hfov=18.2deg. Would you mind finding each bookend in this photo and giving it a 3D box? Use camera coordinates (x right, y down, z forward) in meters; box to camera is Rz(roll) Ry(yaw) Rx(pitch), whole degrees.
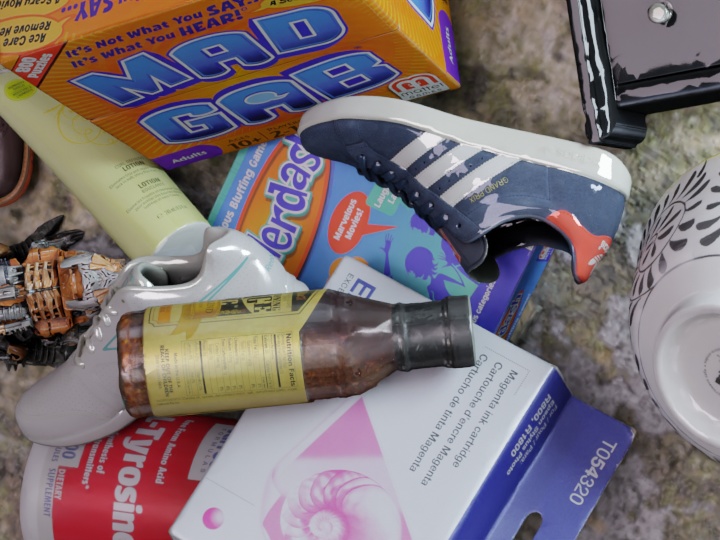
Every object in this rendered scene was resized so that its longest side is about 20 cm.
[{"bbox_3d":[0.217,-0.183,1.264,0.198,0.092,0.201,-8,88,20],"label":"bookend"}]

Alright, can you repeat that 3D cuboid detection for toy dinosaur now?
[{"bbox_3d":[-0.228,0.015,1.410,0.199,0.136,0.103,11,95,20],"label":"toy dinosaur"}]

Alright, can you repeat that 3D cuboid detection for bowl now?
[{"bbox_3d":[0.219,0.041,1.221,0.200,0.094,0.201,17,122,30],"label":"bowl"}]

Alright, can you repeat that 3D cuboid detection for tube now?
[{"bbox_3d":[-0.169,-0.075,1.403,0.052,0.058,0.200,-46,63,8],"label":"tube"}]

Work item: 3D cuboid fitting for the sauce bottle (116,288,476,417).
[{"bbox_3d":[-0.035,0.043,1.261,0.199,0.066,0.066,-6,88,1],"label":"sauce bottle"}]

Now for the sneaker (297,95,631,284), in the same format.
[{"bbox_3d":[0.051,-0.042,1.289,0.199,0.075,0.085,13,79,18],"label":"sneaker"}]

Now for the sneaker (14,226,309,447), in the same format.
[{"bbox_3d":[-0.131,0.035,1.331,0.200,0.071,0.080,-30,122,17],"label":"sneaker"}]

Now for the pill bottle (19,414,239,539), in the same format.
[{"bbox_3d":[-0.097,0.145,1.373,0.199,0.112,0.113,5,92,20],"label":"pill bottle"}]

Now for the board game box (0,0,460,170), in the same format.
[{"bbox_3d":[-0.079,-0.202,1.296,0.199,0.200,0.201,-14,69,20],"label":"board game box"}]

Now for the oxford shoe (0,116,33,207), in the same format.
[{"bbox_3d":[-0.272,-0.135,1.459,0.071,0.073,0.201,-25,82,19],"label":"oxford shoe"}]

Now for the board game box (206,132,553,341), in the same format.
[{"bbox_3d":[0.000,0.000,1.371,0.200,0.045,0.152,28,99,19],"label":"board game box"}]

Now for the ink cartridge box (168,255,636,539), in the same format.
[{"bbox_3d":[0.025,0.119,1.278,0.200,0.043,0.197,27,74,18],"label":"ink cartridge box"}]
